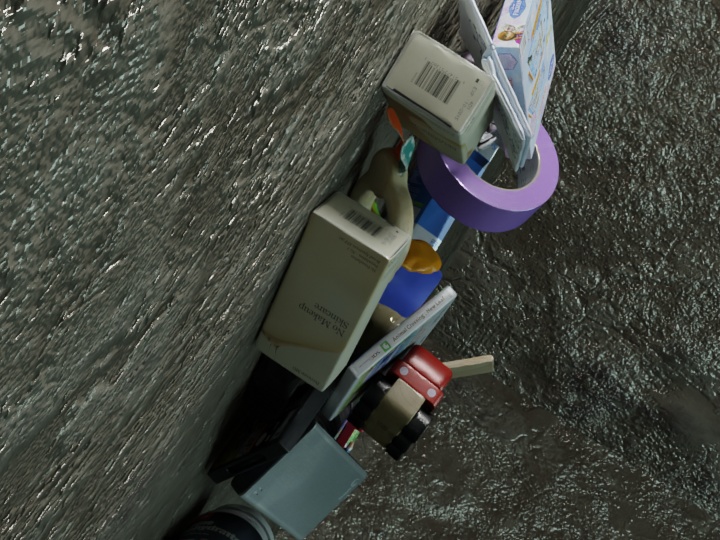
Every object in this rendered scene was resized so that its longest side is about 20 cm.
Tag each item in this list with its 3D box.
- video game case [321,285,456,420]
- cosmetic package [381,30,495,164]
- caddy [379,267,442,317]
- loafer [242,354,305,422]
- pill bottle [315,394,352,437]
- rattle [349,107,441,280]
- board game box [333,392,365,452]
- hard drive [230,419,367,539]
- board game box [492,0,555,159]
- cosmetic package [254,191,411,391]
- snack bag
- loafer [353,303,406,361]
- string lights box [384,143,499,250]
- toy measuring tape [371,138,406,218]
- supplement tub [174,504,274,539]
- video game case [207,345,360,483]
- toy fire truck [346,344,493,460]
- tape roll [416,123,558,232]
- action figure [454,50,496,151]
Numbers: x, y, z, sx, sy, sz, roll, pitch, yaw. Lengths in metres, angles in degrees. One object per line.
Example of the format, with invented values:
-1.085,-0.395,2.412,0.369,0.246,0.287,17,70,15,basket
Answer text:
0.035,0.113,1.364,0.182,0.022,0.200,-38,169,-24,video game case
0.090,-0.187,1.138,0.071,0.105,0.200,-57,171,1,cosmetic package
0.040,0.024,1.647,0.141,0.105,0.200,-33,-168,47,caddy
-0.084,0.104,1.295,0.200,0.073,0.071,-52,179,27,loafer
-0.080,0.216,1.566,0.200,0.116,0.117,-53,171,-43,pill bottle
0.066,-0.084,1.192,0.130,0.141,0.202,-114,-144,-63,rattle
-0.029,0.280,1.550,0.158,0.039,0.201,-52,171,-48,board game box
-0.081,0.289,1.416,0.139,0.033,0.200,-43,143,-6,hard drive
0.227,-0.295,1.402,0.200,0.041,0.201,72,31,-49,board game box
-0.034,0.025,1.155,0.073,0.103,0.201,-45,163,-58,cosmetic package
0.152,-0.223,1.192,0.021,0.202,0.189,-22,174,5,snack bag
0.006,0.107,1.480,0.075,0.068,0.200,-28,165,-41,loafer
0.122,-0.132,1.579,0.201,0.059,0.103,-58,-153,-2,string lights box
0.031,-0.070,1.333,0.201,0.073,0.074,-59,173,0,toy measuring tape
-0.208,0.424,1.443,0.141,0.140,0.200,-60,173,13,supplement tub
-0.103,0.188,1.367,0.180,0.026,0.200,-31,-163,46,video game case
0.097,0.160,1.436,0.200,0.128,0.176,-50,173,-23,toy fire truck
0.183,-0.158,1.459,0.201,0.200,0.066,-53,-177,-35,tape roll
0.140,-0.231,1.340,0.200,0.069,0.131,-66,147,-57,action figure
